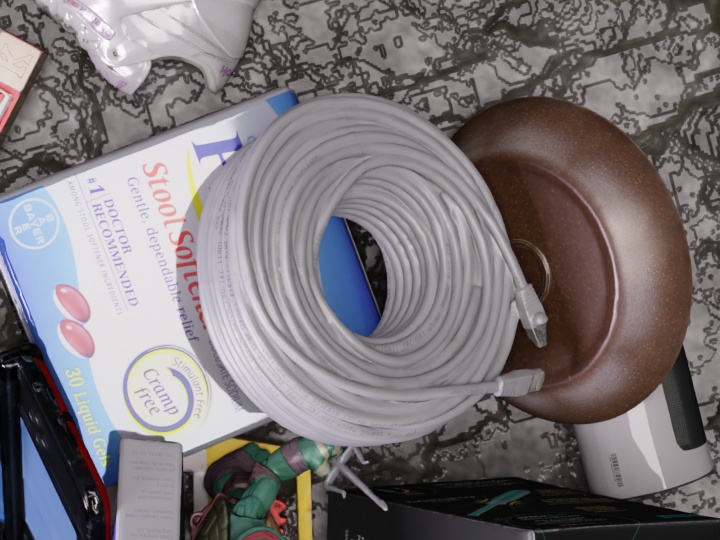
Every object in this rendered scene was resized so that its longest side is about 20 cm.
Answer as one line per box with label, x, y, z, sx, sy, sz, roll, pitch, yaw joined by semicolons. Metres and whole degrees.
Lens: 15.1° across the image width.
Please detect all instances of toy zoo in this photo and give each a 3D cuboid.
toy zoo;-0.093;0.182;1.687;0.130;0.020;0.202;-1;93;-3

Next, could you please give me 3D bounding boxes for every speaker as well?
speaker;0.154;0.035;1.662;0.081;0.081;0.202;-14;93;-2

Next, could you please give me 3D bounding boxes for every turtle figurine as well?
turtle figurine;-0.052;0.160;1.575;0.100;0.200;0.151;10;90;-12

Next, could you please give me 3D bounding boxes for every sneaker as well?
sneaker;-0.161;-0.164;1.637;0.198;0.075;0.100;15;91;-3

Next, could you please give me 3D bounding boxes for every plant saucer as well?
plant saucer;0.105;-0.002;1.616;0.199;0.037;0.202;12;110;37

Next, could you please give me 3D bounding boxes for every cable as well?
cable;0.000;0.000;1.551;0.199;0.069;0.201;-17;89;-36

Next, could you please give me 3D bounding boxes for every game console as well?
game console;-0.228;0.140;1.580;0.118;0.201;0.173;-19;57;-18

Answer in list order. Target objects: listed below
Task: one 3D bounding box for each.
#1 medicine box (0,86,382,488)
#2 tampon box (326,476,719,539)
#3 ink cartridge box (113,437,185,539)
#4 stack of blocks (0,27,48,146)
medicine box;-0.105;0.011;1.622;0.199;0.103;0.183;-22;93;-9
tampon box;0.092;0.197;1.586;0.149;0.199;0.127;0;93;-35
ink cartridge box;-0.122;0.232;1.538;0.043;0.199;0.201;3;52;-2
stack of blocks;-0.286;-0.071;1.644;0.115;0.059;0.201;27;92;-4
